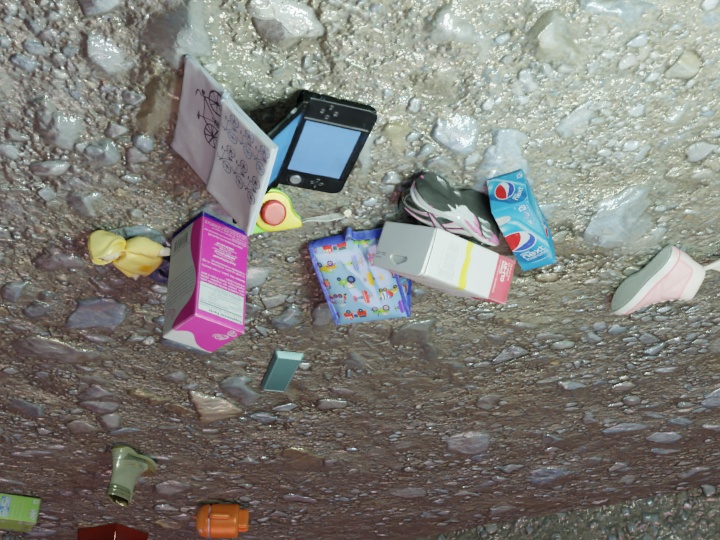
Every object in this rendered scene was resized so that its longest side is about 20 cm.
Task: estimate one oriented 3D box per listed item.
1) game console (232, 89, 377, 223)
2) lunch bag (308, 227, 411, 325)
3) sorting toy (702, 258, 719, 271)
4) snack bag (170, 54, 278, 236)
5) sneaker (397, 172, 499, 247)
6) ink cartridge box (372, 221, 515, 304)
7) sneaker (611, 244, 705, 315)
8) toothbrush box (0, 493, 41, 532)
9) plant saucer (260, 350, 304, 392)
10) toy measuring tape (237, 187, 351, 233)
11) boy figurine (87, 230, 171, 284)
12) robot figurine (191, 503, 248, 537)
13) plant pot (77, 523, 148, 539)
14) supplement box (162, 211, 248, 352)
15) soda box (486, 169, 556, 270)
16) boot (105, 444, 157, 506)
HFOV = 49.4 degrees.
[{"bbox_3d":[-0.083,-0.151,1.148,0.174,0.117,0.200,9,147,-17],"label":"game console"},{"bbox_3d":[0.000,0.000,1.432,0.149,0.095,0.201,-7,138,14],"label":"lunch bag"},{"bbox_3d":[0.735,-0.015,1.431,0.199,0.108,0.179,21,148,-33],"label":"sorting toy"},{"bbox_3d":[-0.195,-0.170,1.073,0.021,0.200,0.189,-31,162,-34],"label":"snack bag"},{"bbox_3d":[0.146,-0.096,1.303,0.199,0.081,0.086,29,149,-27],"label":"sneaker"},{"bbox_3d":[0.143,-0.013,1.342,0.199,0.084,0.145,19,176,-37],"label":"ink cartridge box"},{"bbox_3d":[0.575,0.040,1.503,0.104,0.076,0.201,25,139,-8],"label":"sneaker"},{"bbox_3d":[-1.206,0.818,2.654,0.198,0.087,0.146,16,144,-27],"label":"toothbrush box"},{"bbox_3d":[-0.188,0.244,1.860,0.069,0.019,0.200,8,147,-14],"label":"plant saucer"},{"bbox_3d":[-0.111,-0.107,1.280,0.198,0.074,0.074,-10,151,-18],"label":"toy measuring tape"},{"bbox_3d":[-0.388,-0.018,1.395,0.124,0.065,0.199,-23,145,35],"label":"boy figurine"},{"bbox_3d":[-0.494,0.885,2.766,0.198,0.118,0.144,2,-174,-6],"label":"robot figurine"},{"bbox_3d":[-0.967,1.100,3.027,0.198,0.178,0.200,-15,145,21],"label":"plant pot"},{"bbox_3d":[-0.262,0.021,1.332,0.103,0.202,0.101,26,139,-36],"label":"supplement box"},{"bbox_3d":[0.274,-0.081,1.322,0.064,0.068,0.200,-15,145,20],"label":"soda box"},{"bbox_3d":[-0.670,0.613,2.289,0.071,0.156,0.200,-11,147,15],"label":"boot"}]
